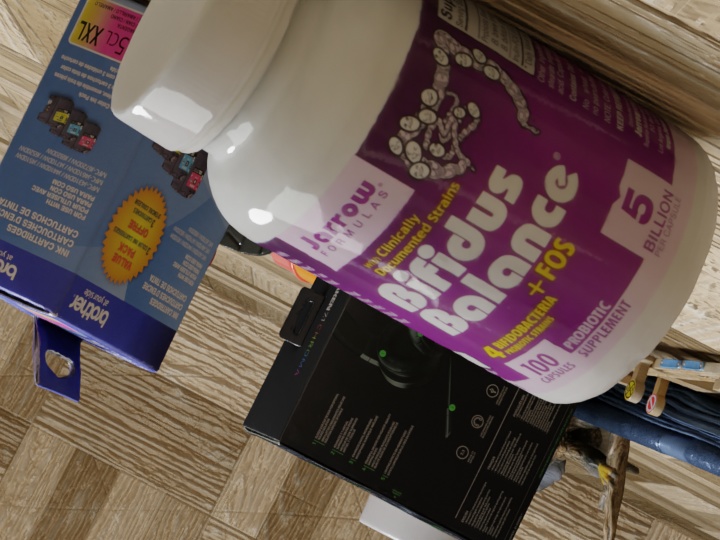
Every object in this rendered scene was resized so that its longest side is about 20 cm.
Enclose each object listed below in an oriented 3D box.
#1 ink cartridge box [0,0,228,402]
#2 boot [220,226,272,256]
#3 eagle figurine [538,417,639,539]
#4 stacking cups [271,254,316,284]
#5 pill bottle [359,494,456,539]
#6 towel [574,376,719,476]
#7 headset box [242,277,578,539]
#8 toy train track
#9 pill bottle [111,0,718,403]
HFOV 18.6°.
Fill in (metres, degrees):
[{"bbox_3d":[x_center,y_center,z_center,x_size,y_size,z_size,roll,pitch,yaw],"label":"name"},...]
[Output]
[{"bbox_3d":[-0.134,-0.032,1.181,0.076,0.201,0.136,25,175,24],"label":"ink cartridge box"},{"bbox_3d":[-0.101,-0.065,1.543,0.200,0.068,0.131,33,-177,28],"label":"boot"},{"bbox_3d":[0.131,0.130,1.833,0.199,0.152,0.151,9,132,18],"label":"eagle figurine"},{"bbox_3d":[0.000,0.000,1.717,0.060,0.061,0.200,31,179,-40],"label":"stacking cups"},{"bbox_3d":[0.085,0.153,1.936,0.114,0.201,0.114,27,175,3],"label":"pill bottle"},{"bbox_3d":[0.247,0.113,1.518,0.111,0.049,0.200,18,-179,-40],"label":"towel"},{"bbox_3d":[0.039,0.074,1.506,0.200,0.175,0.093,27,174,-18],"label":"headset box"},{"bbox_3d":[0.201,0.075,1.407,0.114,0.033,0.200,20,173,-16],"label":"toy train track"},{"bbox_3d":[0.018,-0.043,0.772,0.200,0.113,0.112,28,175,-19],"label":"pill bottle"}]
